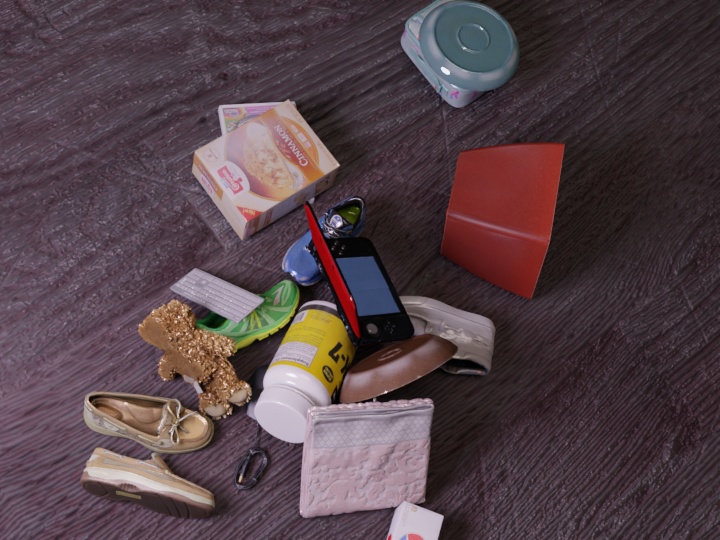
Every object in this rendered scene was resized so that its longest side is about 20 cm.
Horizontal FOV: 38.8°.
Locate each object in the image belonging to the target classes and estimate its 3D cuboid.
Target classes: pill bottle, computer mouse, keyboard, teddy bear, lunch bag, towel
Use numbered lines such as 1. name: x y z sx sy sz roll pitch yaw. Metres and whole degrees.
1. pill bottle: -0.081 0.155 1.564 0.113 0.115 0.202 26 51 0
2. computer mouse: -0.158 0.237 1.570 0.058 0.034 0.203 13 63 -8
3. keyboard: -0.226 0.037 1.593 0.056 0.011 0.198 -45 39 -21
4. teddy bear: -0.245 0.134 1.546 0.199 0.146 0.067 39 41 4
5. lunch bag: 0.180 -0.416 1.943 0.159 0.077 0.201 -33 76 -25
6. towel: 0.011 0.281 1.517 0.196 0.194 0.032 -3 29 -14

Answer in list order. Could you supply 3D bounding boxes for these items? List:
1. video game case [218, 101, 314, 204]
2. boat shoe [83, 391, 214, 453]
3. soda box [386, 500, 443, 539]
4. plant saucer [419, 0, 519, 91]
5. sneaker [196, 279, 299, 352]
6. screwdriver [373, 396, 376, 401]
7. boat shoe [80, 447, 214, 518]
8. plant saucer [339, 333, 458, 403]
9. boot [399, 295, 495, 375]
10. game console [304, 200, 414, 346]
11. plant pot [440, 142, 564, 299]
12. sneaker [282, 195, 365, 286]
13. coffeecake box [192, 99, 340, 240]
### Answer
1. video game case: -0.166 -0.204 1.791 0.140 0.018 0.203 -5 66 -16
2. boat shoe: -0.315 0.224 1.522 0.196 0.063 0.075 10 62 -9
3. soda box: 0.061 0.450 1.503 0.067 0.064 0.203 21 61 -3
4. plant saucer: 0.207 -0.426 1.896 0.196 0.028 0.204 5 64 -11
5. sneaker: -0.179 0.066 1.612 0.198 0.085 0.074 -32 32 -25
6. screwdriver: 0.021 0.188 1.557 0.028 0.200 0.029 32 96 1
7. boat shoe: -0.302 0.301 1.488 0.196 0.072 0.077 17 50 -5
8. plant saucer: 0.052 0.142 1.551 0.198 0.200 0.037 -26 96 -23
9. boot: 0.129 0.110 1.677 0.196 0.074 0.097 13 55 -8
10. game console: 0.000 0.000 1.565 0.170 0.119 0.202 -4 54 -33
11. plant pot: 0.236 -0.099 1.749 0.173 0.201 0.203 12 62 6
12. sneaker: -0.059 -0.058 1.701 0.078 0.090 0.200 36 59 7
13. coffeecake box: -0.160 -0.172 1.725 0.199 0.073 0.154 -33 77 -24
